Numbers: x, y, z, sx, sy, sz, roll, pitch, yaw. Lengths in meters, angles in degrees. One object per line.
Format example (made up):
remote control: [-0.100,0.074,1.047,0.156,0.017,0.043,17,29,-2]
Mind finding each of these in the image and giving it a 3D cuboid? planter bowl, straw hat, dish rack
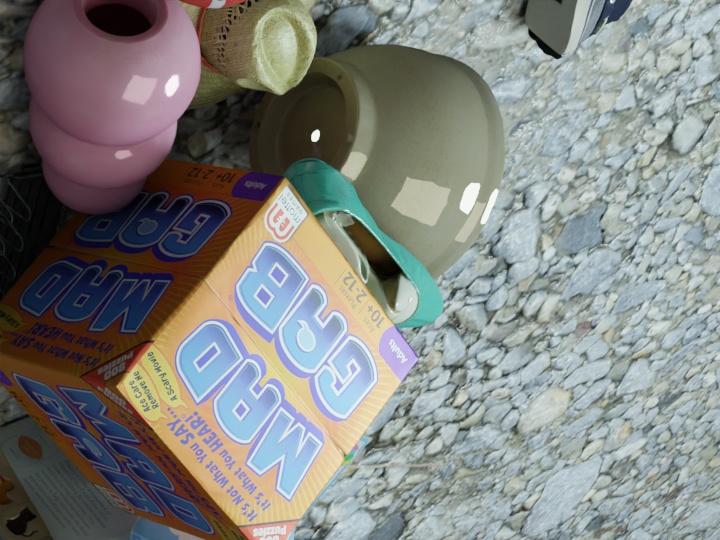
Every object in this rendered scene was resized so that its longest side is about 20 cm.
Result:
planter bowl: [-0.002,-0.095,1.697,0.135,0.200,0.201,20,112,-46]
straw hat: [-0.078,-0.179,1.597,0.201,0.085,0.201,-31,146,-24]
dish rack: [-0.299,-0.001,1.571,0.200,0.055,0.154,-14,138,-42]

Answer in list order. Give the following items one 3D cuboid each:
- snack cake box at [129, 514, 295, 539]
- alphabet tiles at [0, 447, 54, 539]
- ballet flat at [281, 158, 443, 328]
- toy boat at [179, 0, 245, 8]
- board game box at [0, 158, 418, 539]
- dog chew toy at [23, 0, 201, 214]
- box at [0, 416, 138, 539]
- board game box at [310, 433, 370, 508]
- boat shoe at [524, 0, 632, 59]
snack cake box: [-0.121,0.252,1.731,0.200,0.115,0.067,97,18,-56]
alphabet tiles: [-0.326,0.209,1.648,0.167,0.200,0.008,-21,158,-34]
ballet flat: [0.000,0.000,1.623,0.067,0.071,0.200,-24,131,20]
toy boat: [-0.082,-0.263,1.424,0.130,0.131,0.201,-3,128,-26]
board game box: [-0.123,0.059,1.582,0.200,0.200,0.200,-52,126,-22]
dog chew toy: [-0.183,-0.117,1.519,0.124,0.125,0.200,-25,152,-31]
box: [-0.290,0.224,1.752,0.200,0.152,0.107,-21,141,-35]
board game box: [-0.093,0.218,2.102,0.200,0.034,0.134,-49,149,6]
boat shoe: [0.207,-0.281,1.850,0.093,0.075,0.200,-32,155,-34]
